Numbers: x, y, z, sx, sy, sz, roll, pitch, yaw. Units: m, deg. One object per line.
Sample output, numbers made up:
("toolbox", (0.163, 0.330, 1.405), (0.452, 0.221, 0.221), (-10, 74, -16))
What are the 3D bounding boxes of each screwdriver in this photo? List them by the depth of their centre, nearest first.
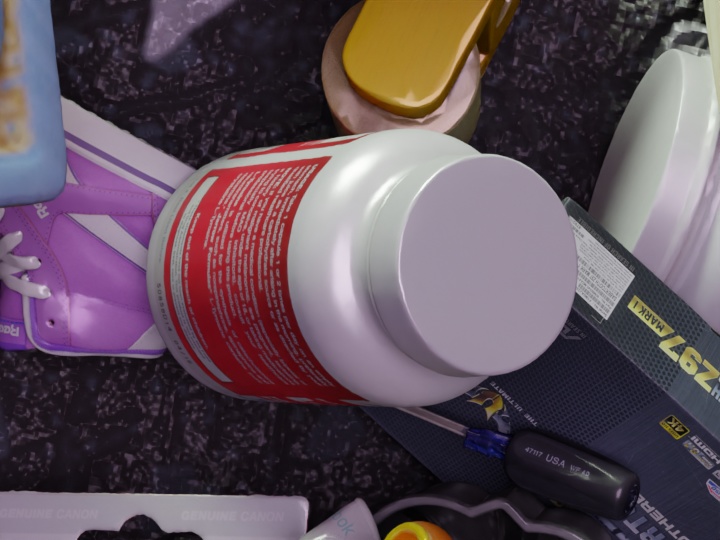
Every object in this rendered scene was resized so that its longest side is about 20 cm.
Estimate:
("screwdriver", (0.034, 0.070, 1.124), (0.199, 0.028, 0.029), (16, 99, 29))

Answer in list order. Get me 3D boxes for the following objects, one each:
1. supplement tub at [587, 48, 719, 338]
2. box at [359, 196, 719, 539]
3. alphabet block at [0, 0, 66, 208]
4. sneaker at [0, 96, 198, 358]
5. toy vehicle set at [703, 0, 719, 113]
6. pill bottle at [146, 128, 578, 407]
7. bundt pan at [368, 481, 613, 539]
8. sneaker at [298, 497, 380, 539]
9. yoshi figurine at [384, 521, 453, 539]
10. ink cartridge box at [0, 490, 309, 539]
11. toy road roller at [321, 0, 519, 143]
("supplement tub", (0.212, -0.011, 1.148), (0.199, 0.144, 0.145), (19, 88, -8))
("box", (0.113, 0.078, 1.130), (0.200, 0.158, 0.051), (43, 52, -7))
("alphabet block", (-0.254, -0.106, 0.991), (0.199, 0.196, 0.197), (-4, 92, 26))
("sneaker", (-0.156, -0.027, 1.124), (0.200, 0.073, 0.115), (29, 91, -16))
("toy vehicle set", (0.215, -0.105, 1.128), (0.124, 0.200, 0.027), (19, 120, -7))
("pill bottle", (0.000, 0.000, 1.049), (0.112, 0.200, 0.113), (1, 88, -30))
("bundt pan", (0.056, 0.183, 1.133), (0.200, 0.076, 0.203), (5, 106, 17))
("sneaker", (0.048, 0.180, 1.064), (0.200, 0.075, 0.089), (42, 81, -8))
("yoshi figurine", (0.102, 0.160, 1.011), (0.199, 0.112, 0.113), (32, 52, -28))
("ink cartridge box", (-0.092, 0.199, 1.130), (0.161, 0.050, 0.202), (-1, 86, 17))
("toy road roller", (0.012, -0.157, 1.134), (0.145, 0.123, 0.201), (24, 84, 6))
